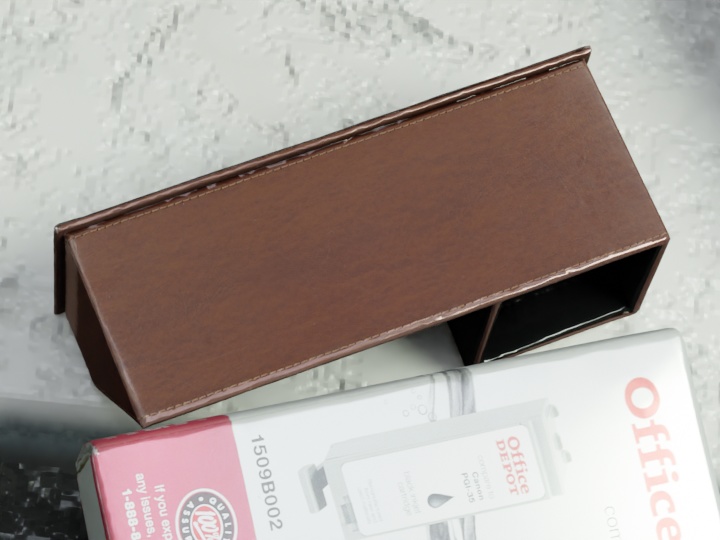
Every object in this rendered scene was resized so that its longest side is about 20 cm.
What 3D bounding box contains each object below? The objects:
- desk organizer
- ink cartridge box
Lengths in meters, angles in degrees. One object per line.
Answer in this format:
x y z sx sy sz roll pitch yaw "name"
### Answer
0.000 0.000 1.019 0.199 0.072 0.077 -19 69 -14 "desk organizer"
0.020 0.109 0.956 0.199 0.083 0.147 -11 82 -11 "ink cartridge box"
